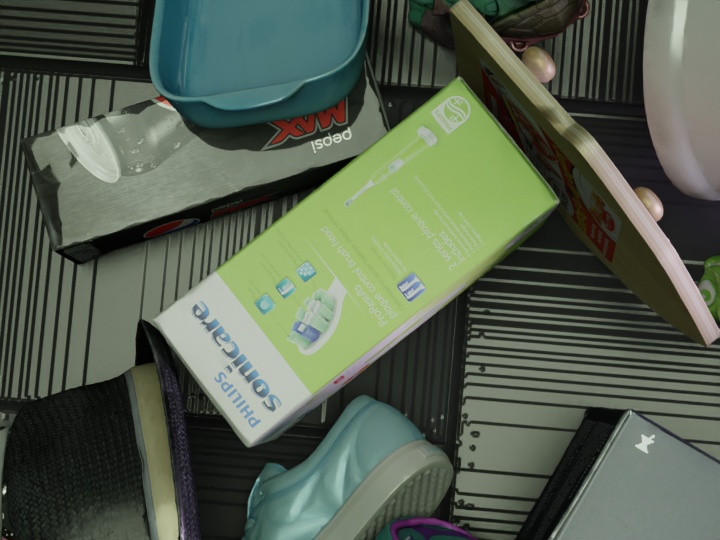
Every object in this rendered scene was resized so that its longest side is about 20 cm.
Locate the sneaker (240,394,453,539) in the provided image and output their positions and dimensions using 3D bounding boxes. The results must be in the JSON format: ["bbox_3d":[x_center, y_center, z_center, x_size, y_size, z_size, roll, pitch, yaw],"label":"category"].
[{"bbox_3d":[-0.038,0.154,0.947,0.200,0.074,0.082,-45,55,3],"label":"sneaker"}]

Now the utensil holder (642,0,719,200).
[{"bbox_3d":[0.268,-0.110,0.855,0.200,0.170,0.170,9,85,33],"label":"utensil holder"}]

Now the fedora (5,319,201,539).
[{"bbox_3d":[-0.134,0.126,0.876,0.091,0.201,0.201,-6,85,-11],"label":"fedora"}]

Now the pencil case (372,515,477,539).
[{"bbox_3d":[-0.002,0.227,0.902,0.085,0.092,0.200,26,106,-38],"label":"pencil case"}]

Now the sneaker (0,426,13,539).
[{"bbox_3d":[-0.178,0.187,0.948,0.086,0.080,0.201,0,83,-20],"label":"sneaker"}]

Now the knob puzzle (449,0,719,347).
[{"bbox_3d":[0.124,-0.046,0.880,0.030,0.220,0.220,-39,85,-2],"label":"knob puzzle"}]

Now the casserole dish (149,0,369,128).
[{"bbox_3d":[-0.050,-0.144,0.932,0.121,0.039,0.200,-8,47,9],"label":"casserole dish"}]

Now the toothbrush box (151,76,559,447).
[{"bbox_3d":[0.000,0.000,0.909,0.200,0.146,0.086,-37,85,-2],"label":"toothbrush box"}]

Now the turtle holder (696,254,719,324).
[{"bbox_3d":[0.275,0.051,0.886,0.132,0.185,0.141,-50,41,15],"label":"turtle holder"}]

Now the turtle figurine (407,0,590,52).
[{"bbox_3d":[0.077,-0.165,0.889,0.149,0.200,0.101,-18,90,-1],"label":"turtle figurine"}]

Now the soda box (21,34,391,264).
[{"bbox_3d":[-0.083,-0.068,0.959,0.200,0.063,0.071,-18,85,0],"label":"soda box"}]

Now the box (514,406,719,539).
[{"bbox_3d":[0.186,0.162,0.869,0.200,0.182,0.104,30,87,5],"label":"box"}]
